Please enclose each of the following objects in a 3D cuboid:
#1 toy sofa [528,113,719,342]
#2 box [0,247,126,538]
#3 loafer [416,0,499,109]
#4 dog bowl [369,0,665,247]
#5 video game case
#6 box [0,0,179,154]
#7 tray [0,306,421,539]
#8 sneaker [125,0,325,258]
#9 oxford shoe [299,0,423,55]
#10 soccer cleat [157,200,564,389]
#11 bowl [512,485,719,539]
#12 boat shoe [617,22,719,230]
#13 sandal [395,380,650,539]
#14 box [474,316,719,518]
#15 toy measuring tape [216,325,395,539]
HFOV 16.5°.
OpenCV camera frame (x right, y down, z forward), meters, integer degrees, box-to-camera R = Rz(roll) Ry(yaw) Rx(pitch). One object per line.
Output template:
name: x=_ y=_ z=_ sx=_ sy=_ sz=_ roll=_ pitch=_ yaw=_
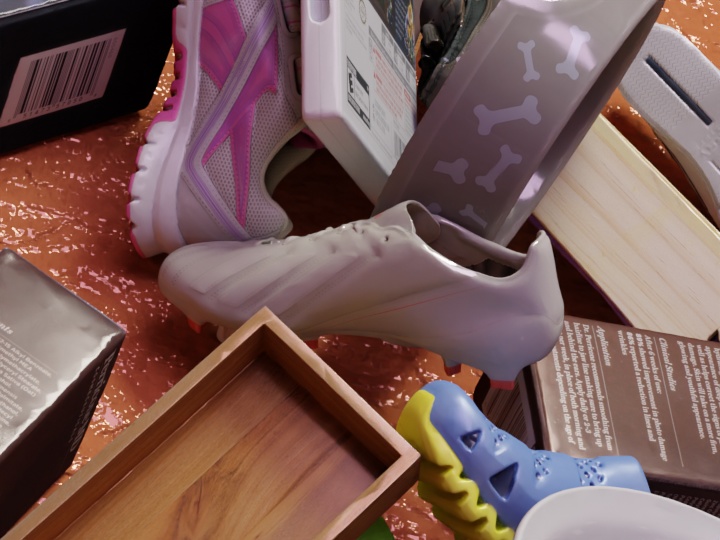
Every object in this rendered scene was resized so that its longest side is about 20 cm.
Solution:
toy sofa: x=0.149 y=-0.026 z=1.341 sx=0.098 sy=0.083 sz=0.200 roll=-42 pitch=69 yaw=0
box: x=-0.189 y=0.090 z=1.043 sx=0.075 sy=0.100 sz=0.200 roll=33 pitch=43 yaw=6
loafer: x=0.056 y=-0.136 z=1.401 sx=0.063 sy=0.072 sz=0.200 roll=32 pitch=28 yaw=-1
dog bowl: x=0.081 y=-0.082 z=1.232 sx=0.059 sy=0.201 sz=0.200 roll=34 pitch=42 yaw=7
video game case: x=0.000 y=-0.136 z=1.259 sx=0.023 sy=0.200 sz=0.183 roll=-4 pitch=77 yaw=12
box: x=-0.207 y=-0.168 z=1.281 sx=0.148 sy=0.107 sz=0.200 roll=-22 pitch=60 yaw=-39
tray: x=-0.079 y=0.118 z=1.059 sx=0.200 sy=0.037 sz=0.099 roll=-41 pitch=72 yaw=-19
sneaker: x=-0.052 y=-0.096 z=1.245 sx=0.088 sy=0.081 sz=0.201 roll=12 pitch=85 yaw=6
oxford shoe: x=-0.010 y=-0.130 z=1.368 sx=0.071 sy=0.073 sz=0.200 roll=33 pitch=42 yaw=8
soccer cleat: x=0.000 y=0.000 z=1.171 sx=0.199 sy=0.078 sz=0.069 roll=9 pitch=25 yaw=16
bowl: x=0.131 y=0.188 z=1.023 sx=0.200 sy=0.091 sz=0.201 roll=22 pitch=27 yaw=-12
boat shoe: x=0.222 y=-0.062 z=1.419 sx=0.200 sy=0.072 sz=0.071 roll=54 pitch=15 yaw=7
sandal: x=0.094 y=0.113 z=1.119 sx=0.200 sy=0.087 sz=0.079 roll=46 pitch=-5 yaw=-25
box: x=0.162 y=0.091 z=1.228 sx=0.199 sy=0.075 sz=0.101 roll=10 pitch=44 yaw=-16
toy measuring tape: x=-0.047 y=0.084 z=1.150 sx=0.073 sy=0.074 sz=0.200 roll=-3 pitch=40 yaw=-29
